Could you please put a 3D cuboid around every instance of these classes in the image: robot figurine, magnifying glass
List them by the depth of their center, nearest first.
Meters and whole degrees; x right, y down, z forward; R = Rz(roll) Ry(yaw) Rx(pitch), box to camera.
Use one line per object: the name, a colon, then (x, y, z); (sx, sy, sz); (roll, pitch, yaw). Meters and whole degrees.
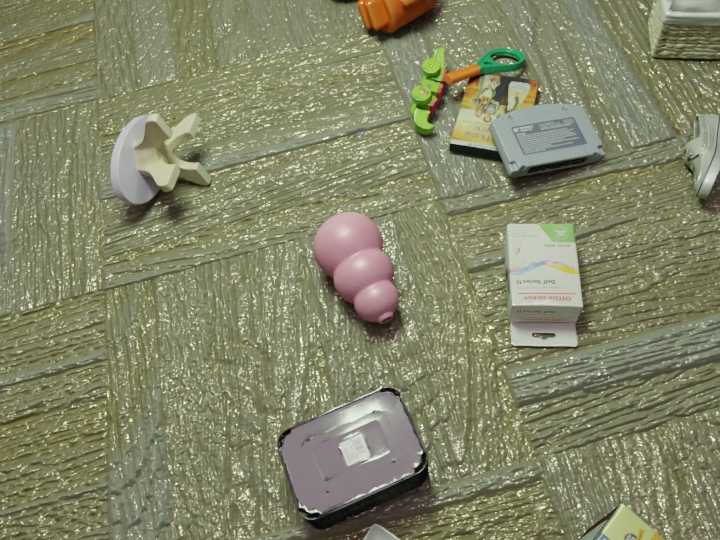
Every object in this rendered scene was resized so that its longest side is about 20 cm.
magnifying glass: (0.258, -0.423, 1.333); (0.199, 0.023, 0.080); (-24, 48, -25)
robot figurine: (0.090, -0.614, 1.435); (0.199, 0.144, 0.117); (-34, 84, -11)

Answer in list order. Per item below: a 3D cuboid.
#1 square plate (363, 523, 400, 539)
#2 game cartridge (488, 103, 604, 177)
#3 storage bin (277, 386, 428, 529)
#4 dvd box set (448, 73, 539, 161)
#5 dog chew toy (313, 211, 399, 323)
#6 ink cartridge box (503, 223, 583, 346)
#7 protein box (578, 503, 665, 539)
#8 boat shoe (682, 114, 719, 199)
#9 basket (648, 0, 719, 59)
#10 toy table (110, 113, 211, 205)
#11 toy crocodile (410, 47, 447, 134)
square plate: (0.048, 0.488, 0.869); (0.197, 0.029, 0.201); (28, 67, 21)
game cartridge: (0.350, -0.253, 1.221); (0.198, 0.041, 0.134); (-11, 69, -12)
storage bin: (-0.009, 0.279, 0.957); (0.198, 0.094, 0.136); (-23, 60, -5)
dvd box set: (0.270, -0.311, 1.291); (0.145, 0.029, 0.202); (13, 63, 14)
dog chew toy: (0.000, 0.000, 1.103); (0.124, 0.125, 0.201); (-25, 69, -7)
ink cartridge box: (0.305, 0.022, 1.076); (0.116, 0.068, 0.202); (0, 60, 7)
protein box: (0.335, 0.418, 0.772); (0.135, 0.201, 0.198); (-42, 64, -16)
boat shoe: (0.623, -0.213, 1.170); (0.065, 0.072, 0.201); (16, 63, 20)
basket: (0.696, -0.513, 1.299); (0.198, 0.124, 0.137); (4, 61, 10)
toy table: (-0.388, -0.222, 1.252); (0.116, 0.184, 0.202); (-4, 67, 24)
toy crocodile: (0.146, -0.371, 1.320); (0.061, 0.068, 0.202); (15, 66, 9)
